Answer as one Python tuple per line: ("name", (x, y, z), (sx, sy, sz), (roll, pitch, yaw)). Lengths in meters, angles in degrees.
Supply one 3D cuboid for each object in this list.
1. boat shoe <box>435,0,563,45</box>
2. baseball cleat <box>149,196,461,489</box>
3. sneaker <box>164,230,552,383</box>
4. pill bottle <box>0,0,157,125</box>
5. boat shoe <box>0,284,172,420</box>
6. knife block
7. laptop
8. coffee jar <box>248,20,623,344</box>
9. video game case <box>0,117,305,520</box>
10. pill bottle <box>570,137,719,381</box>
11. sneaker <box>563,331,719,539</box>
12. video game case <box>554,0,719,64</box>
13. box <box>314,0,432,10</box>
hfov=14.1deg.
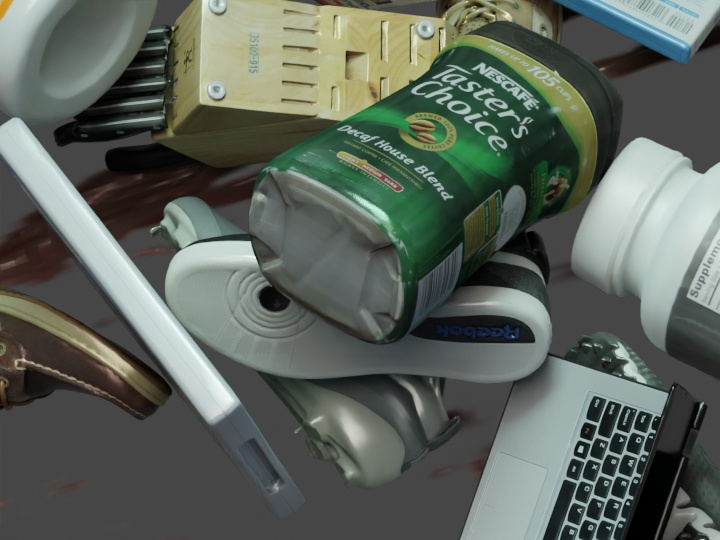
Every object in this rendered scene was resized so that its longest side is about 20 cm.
("boat shoe", (0.074, -0.121, 1.594), (0.071, 0.065, 0.201), (-3, 70, 9))
("baseball cleat", (-0.022, 0.026, 1.570), (0.106, 0.070, 0.200), (-32, 72, -17))
("sneaker", (0.000, 0.000, 1.515), (0.199, 0.073, 0.112), (9, 35, -4))
("pill bottle", (-0.210, -0.173, 1.525), (0.200, 0.113, 0.113), (38, 81, 23))
("boat shoe", (-0.195, 0.048, 1.587), (0.199, 0.072, 0.072), (23, 84, 22))
("knife block", (-0.063, -0.094, 1.593), (0.199, 0.176, 0.064), (5, 77, -16))
("laptop", (0.086, 0.134, 1.413), (0.199, 0.116, 0.188), (17, 86, 48))
("coffee jar", (0.042, -0.049, 1.454), (0.104, 0.086, 0.200), (30, 43, 25))
("video game case", (-0.109, 0.029, 1.512), (0.022, 0.182, 0.200), (-37, 68, -5))
("pill bottle", (0.213, 0.010, 1.497), (0.199, 0.111, 0.111), (28, 78, 19))
("sneaker", (0.164, 0.117, 1.495), (0.067, 0.090, 0.201), (-49, 45, 27))
("video game case", (0.169, -0.216, 1.608), (0.143, 0.018, 0.200), (28, 63, 19))
("box", (0.041, -0.241, 1.625), (0.110, 0.035, 0.201), (-2, 62, 57))
